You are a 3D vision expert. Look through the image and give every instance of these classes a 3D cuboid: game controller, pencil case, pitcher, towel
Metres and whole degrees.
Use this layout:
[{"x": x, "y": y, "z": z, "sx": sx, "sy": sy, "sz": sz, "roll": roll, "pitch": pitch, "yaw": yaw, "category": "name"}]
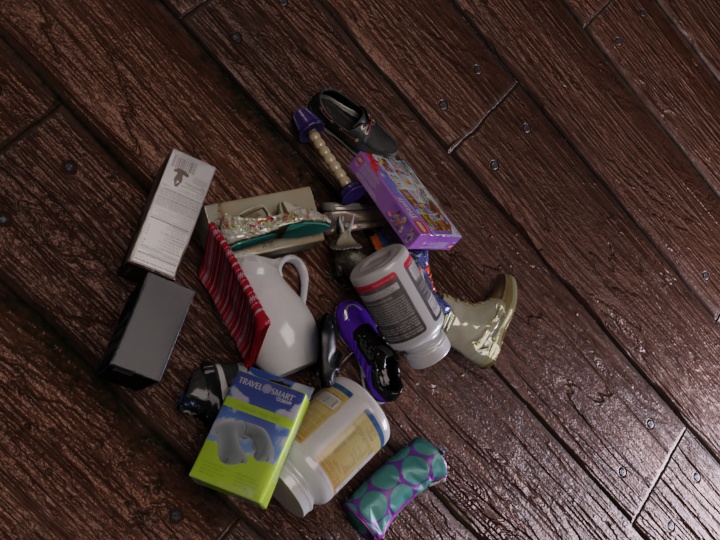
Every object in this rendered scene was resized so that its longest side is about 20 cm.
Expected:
[{"x": -0.055, "y": 0.129, "z": 1.281, "sx": 0.042, "sy": 0.200, "sz": 0.105, "roll": -10, "pitch": 92, "yaw": 0, "category": "game controller"}, {"x": 0.064, "y": 0.378, "z": 1.341, "sx": 0.199, "sy": 0.085, "sz": 0.092, "roll": -35, "pitch": 65, "yaw": -27, "category": "pencil case"}, {"x": -0.129, "y": 0.070, "z": 1.312, "sx": 0.171, "sy": 0.121, "sz": 0.201, "roll": -13, "pitch": 77, "yaw": -47, "category": "pitcher"}, {"x": -0.204, "y": 0.042, "z": 1.224, "sx": 0.022, "sy": 0.145, "sz": 0.201, "roll": -19, "pitch": 64, "yaw": -30, "category": "towel"}]

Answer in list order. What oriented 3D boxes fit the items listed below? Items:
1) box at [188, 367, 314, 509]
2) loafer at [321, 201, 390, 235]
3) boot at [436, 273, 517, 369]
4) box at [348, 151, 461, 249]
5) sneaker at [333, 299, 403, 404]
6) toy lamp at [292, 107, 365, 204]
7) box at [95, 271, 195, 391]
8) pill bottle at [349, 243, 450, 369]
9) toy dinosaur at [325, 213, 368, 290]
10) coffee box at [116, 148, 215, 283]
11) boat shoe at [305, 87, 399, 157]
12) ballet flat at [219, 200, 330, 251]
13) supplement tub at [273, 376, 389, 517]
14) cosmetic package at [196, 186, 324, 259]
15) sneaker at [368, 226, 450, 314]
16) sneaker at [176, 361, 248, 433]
[{"x": -0.162, "y": 0.246, "z": 1.183, "sx": 0.121, "sy": 0.048, "sz": 0.201, "roll": 17, "pitch": 63, "yaw": 12, "category": "box"}, {"x": 0.021, "y": -0.095, "z": 1.447, "sx": 0.198, "sy": 0.072, "sz": 0.064, "roll": 1, "pitch": 94, "yaw": -19, "category": "loafer"}, {"x": 0.213, "y": 0.070, "z": 1.493, "sx": 0.154, "sy": 0.072, "sz": 0.201, "roll": 28, "pitch": 68, "yaw": -15, "category": "boot"}, {"x": 0.080, "y": -0.123, "z": 1.379, "sx": 0.136, "sy": 0.039, "sz": 0.201, "roll": 0, "pitch": 49, "yaw": -52, "category": "box"}, {"x": 0.025, "y": 0.139, "z": 1.367, "sx": 0.069, "sy": 0.099, "sz": 0.201, "roll": -25, "pitch": 91, "yaw": -26, "category": "sneaker"}, {"x": -0.062, "y": -0.213, "z": 1.409, "sx": 0.058, "sy": 0.058, "sz": 0.201, "roll": -24, "pitch": 71, "yaw": -28, "category": "toy lamp"}, {"x": -0.325, "y": 0.097, "z": 1.155, "sx": 0.078, "sy": 0.200, "sz": 0.142, "roll": 22, "pitch": 71, "yaw": -19, "category": "box"}, {"x": 0.074, "y": 0.065, "z": 1.323, "sx": 0.111, "sy": 0.110, "sz": 0.201, "roll": -39, "pitch": 108, "yaw": -27, "category": "pill bottle"}, {"x": 0.000, "y": 0.000, "z": 1.388, "sx": 0.200, "sy": 0.102, "sz": 0.077, "roll": 48, "pitch": 64, "yaw": -7, "category": "toy dinosaur"}, {"x": -0.314, "y": -0.079, "z": 1.251, "sx": 0.079, "sy": 0.114, "sz": 0.202, "roll": 23, "pitch": 71, "yaw": -19, "category": "coffee box"}, {"x": -0.007, "y": -0.273, "z": 1.471, "sx": 0.200, "sy": 0.063, "sz": 0.074, "roll": 31, "pitch": 64, "yaw": -18, "category": "boat shoe"}, {"x": -0.142, "y": -0.082, "z": 1.276, "sx": 0.199, "sy": 0.076, "sz": 0.064, "roll": -13, "pitch": 77, "yaw": -30, "category": "ballet flat"}, {"x": -0.064, "y": 0.287, "z": 1.267, "sx": 0.200, "sy": 0.144, "sz": 0.145, "roll": -39, "pitch": 96, "yaw": -27, "category": "supplement tub"}, {"x": -0.174, "y": -0.073, "z": 1.339, "sx": 0.199, "sy": 0.073, "sz": 0.104, "roll": -15, "pitch": 85, "yaw": -28, "category": "cosmetic package"}, {"x": 0.102, "y": -0.002, "z": 1.409, "sx": 0.078, "sy": 0.075, "sz": 0.200, "roll": -39, "pitch": 91, "yaw": 1, "category": "sneaker"}, {"x": -0.240, "y": 0.248, "z": 1.241, "sx": 0.111, "sy": 0.073, "sz": 0.202, "roll": 4, "pitch": 70, "yaw": -20, "category": "sneaker"}]
